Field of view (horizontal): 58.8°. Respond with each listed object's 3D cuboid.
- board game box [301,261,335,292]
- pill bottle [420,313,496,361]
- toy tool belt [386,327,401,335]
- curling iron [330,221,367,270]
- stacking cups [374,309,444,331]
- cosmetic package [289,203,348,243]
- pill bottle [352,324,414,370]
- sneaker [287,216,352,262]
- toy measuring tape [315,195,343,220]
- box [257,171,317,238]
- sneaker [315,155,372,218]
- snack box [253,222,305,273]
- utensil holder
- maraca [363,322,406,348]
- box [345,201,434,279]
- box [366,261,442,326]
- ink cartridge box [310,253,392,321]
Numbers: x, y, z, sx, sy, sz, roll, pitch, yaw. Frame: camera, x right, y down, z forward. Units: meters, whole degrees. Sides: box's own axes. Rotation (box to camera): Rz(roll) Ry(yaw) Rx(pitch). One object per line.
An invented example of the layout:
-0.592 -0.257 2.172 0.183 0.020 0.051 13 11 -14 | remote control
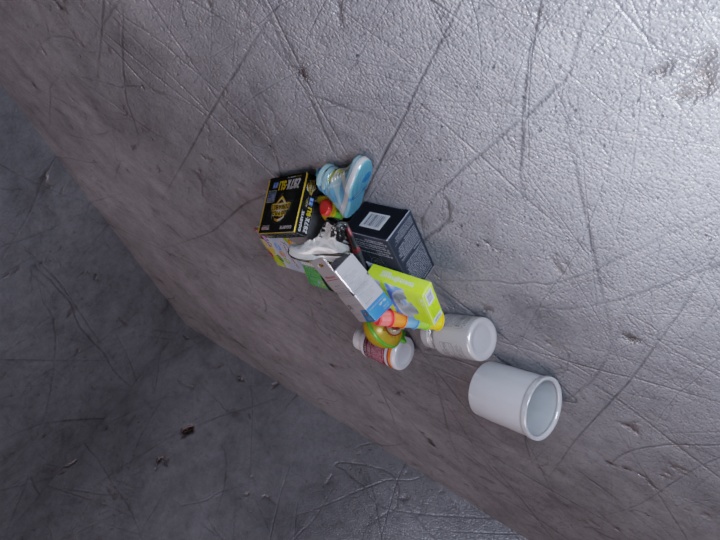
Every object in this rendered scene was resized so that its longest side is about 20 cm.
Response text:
-0.094 0.007 1.742 0.199 0.023 0.106 15 134 50 | board game box
0.259 0.175 1.723 0.199 0.115 0.115 2 138 53 | pill bottle
0.062 0.084 1.826 0.201 0.124 0.123 53 154 16 | toy tool belt
-0.019 -0.048 1.560 0.049 0.026 0.201 -16 136 17 | curling iron
0.122 0.128 1.654 0.197 0.062 0.060 2 174 -30 | stacking cups
-0.097 -0.100 1.756 0.198 0.107 0.091 28 154 18 | cosmetic package
0.072 0.249 2.128 0.198 0.113 0.114 16 149 41 | pill bottle
-0.099 -0.084 1.644 0.198 0.076 0.117 5 108 23 | sneaker
-0.095 -0.158 1.677 0.199 0.074 0.074 -2 135 49 | toy measuring tape
-0.193 -0.170 1.699 0.049 0.162 0.199 19 171 -35 | box
-0.049 -0.223 1.503 0.130 0.079 0.201 43 148 13 | sneaker
-0.222 -0.077 2.026 0.198 0.068 0.170 14 146 41 | snack box
0.420 0.348 1.744 0.199 0.170 0.171 13 146 50 | utensil holder
0.079 0.174 1.942 0.199 0.106 0.138 7 -126 -59 | maraca
0.073 -0.055 1.586 0.147 0.107 0.201 16 148 40 | box
0.097 0.054 1.557 0.198 0.048 0.123 19 150 37 | box
-0.023 0.029 1.547 0.201 0.067 0.116 51 162 -11 | ink cartridge box
